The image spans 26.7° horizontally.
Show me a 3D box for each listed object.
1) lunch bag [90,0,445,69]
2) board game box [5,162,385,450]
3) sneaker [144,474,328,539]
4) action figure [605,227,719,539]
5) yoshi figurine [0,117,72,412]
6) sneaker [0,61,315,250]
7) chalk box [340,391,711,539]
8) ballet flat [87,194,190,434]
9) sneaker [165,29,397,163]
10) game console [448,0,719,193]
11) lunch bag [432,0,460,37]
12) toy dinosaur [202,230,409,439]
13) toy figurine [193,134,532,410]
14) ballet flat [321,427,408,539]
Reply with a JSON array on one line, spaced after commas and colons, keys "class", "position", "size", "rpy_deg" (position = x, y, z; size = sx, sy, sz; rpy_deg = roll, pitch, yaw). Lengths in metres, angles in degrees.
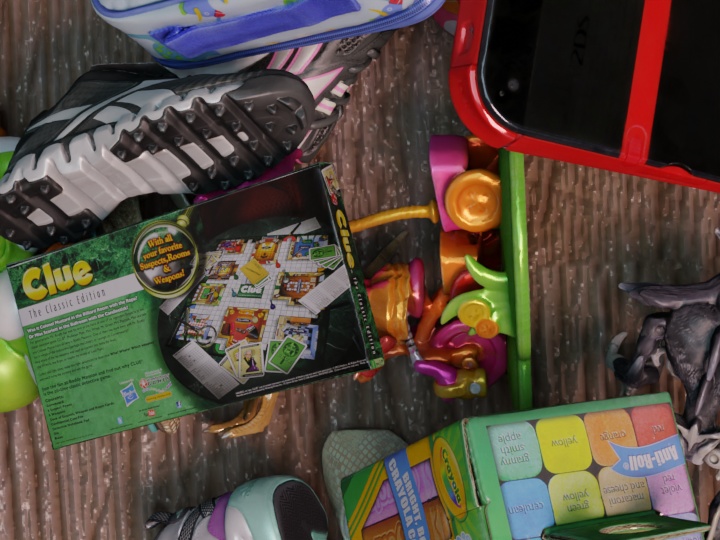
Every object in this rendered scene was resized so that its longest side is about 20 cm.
[{"class": "lunch bag", "position": [-0.043, -0.190, 0.786], "size": [0.199, 0.082, 0.161], "rpy_deg": [-9, 65, 30]}, {"class": "board game box", "position": [-0.089, 0.021, 0.779], "size": [0.199, 0.023, 0.105], "rpy_deg": [-15, 90, 26]}, {"class": "sneaker", "position": [-0.061, 0.218, 0.890], "size": [0.139, 0.078, 0.201], "rpy_deg": [-16, 102, 29]}, {"class": "action figure", "position": [0.186, 0.067, 0.824], "size": [0.118, 0.102, 0.201], "rpy_deg": [16, 110, 11]}, {"class": "yoshi figurine", "position": [-0.222, -0.001, 0.881], "size": [0.112, 0.112, 0.201], "rpy_deg": [-21, 77, -29]}, {"class": "sneaker", "position": [-0.112, -0.080, 0.805], "size": [0.199, 0.066, 0.091], "rpy_deg": [-18, 49, 27]}, {"class": "chalk box", "position": [0.091, 0.136, 0.764], "size": [0.124, 0.200, 0.124], "rpy_deg": [-3, 73, -27]}, {"class": "ballet flat", "position": [-0.118, -0.005, 0.865], "size": [0.065, 0.071, 0.201], "rpy_deg": [-18, 67, -10]}, {"class": "sneaker", "position": [-0.033, -0.109, 0.870], "size": [0.199, 0.080, 0.087], "rpy_deg": [-26, 93, 15]}, {"class": "game console", "position": [0.138, -0.148, 0.752], "size": [0.176, 0.031, 0.201], "rpy_deg": [10, 88, -20]}, {"class": "lunch bag", "position": [0.152, -0.165, 0.809], "size": [0.200, 0.082, 0.177], "rpy_deg": [30, 83, -12]}, {"class": "toy dinosaur", "position": [-0.067, 0.041, 0.885], "size": [0.199, 0.060, 0.107], "rpy_deg": [-7, 89, 9]}, {"class": "toy figurine", "position": [0.000, 0.000, 0.830], "size": [0.183, 0.150, 0.201], "rpy_deg": [-3, 115, 6]}, {"class": "ballet flat", "position": [0.037, 0.178, 0.869], "size": [0.067, 0.062, 0.200], "rpy_deg": [-31, 86, 12]}]
